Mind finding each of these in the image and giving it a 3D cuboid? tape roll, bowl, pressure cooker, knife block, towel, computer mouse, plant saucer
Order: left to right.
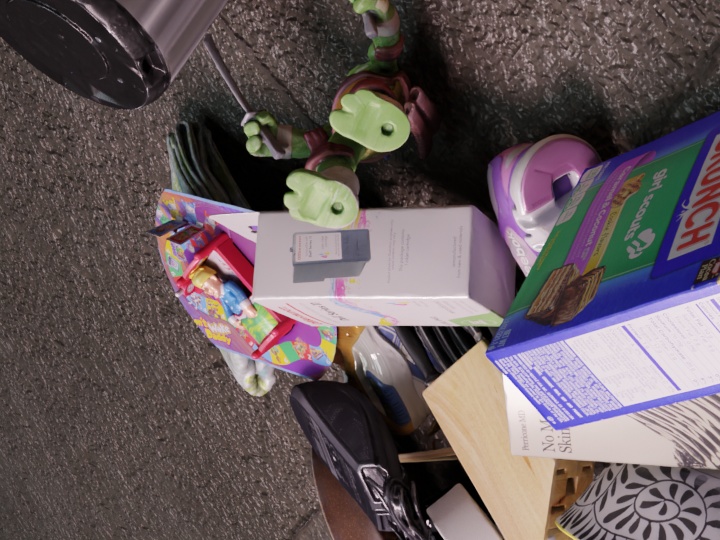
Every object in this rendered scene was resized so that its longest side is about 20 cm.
[{"bbox_3d":[-0.173,-0.243,1.151,0.175,0.200,0.179,20,158,31],"label":"pressure cooker"},{"bbox_3d":[-0.127,-0.012,1.376,0.171,0.048,0.201,-120,20,-46],"label":"towel"},{"bbox_3d":[0.012,0.153,1.222,0.200,0.053,0.139,48,162,42],"label":"computer mouse"},{"bbox_3d":[0.025,0.211,1.346,0.034,0.200,0.201,-26,99,18],"label":"plant saucer"},{"bbox_3d":[0.091,0.104,1.161,0.175,0.064,0.201,10,94,37],"label":"knife block"},{"bbox_3d":[0.125,0.253,1.196,0.203,0.037,0.203,53,178,2],"label":"tape roll"},{"bbox_3d":[0.241,0.164,1.038,0.200,0.200,0.095,22,91,41],"label":"bowl"}]

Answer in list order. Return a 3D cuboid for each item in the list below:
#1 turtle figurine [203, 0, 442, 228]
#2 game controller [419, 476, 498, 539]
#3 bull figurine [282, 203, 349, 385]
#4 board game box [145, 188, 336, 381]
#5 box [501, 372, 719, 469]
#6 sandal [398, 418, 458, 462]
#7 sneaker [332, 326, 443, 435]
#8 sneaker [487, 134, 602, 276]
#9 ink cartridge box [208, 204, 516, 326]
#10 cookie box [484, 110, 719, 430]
[{"bbox_3d":[-0.032,-0.127,1.067,0.200,0.143,0.194,61,-168,-25],"label":"turtle figurine"},{"bbox_3d":[0.119,0.266,1.318,0.042,0.104,0.201,-106,-9,-75],"label":"game controller"},{"bbox_3d":[-0.026,0.029,1.322,0.121,0.065,0.201,24,132,49],"label":"bull figurine"},{"bbox_3d":[-0.107,0.022,1.256,0.199,0.039,0.159,16,131,39],"label":"board game box"},{"bbox_3d":[0.195,0.076,0.993,0.199,0.068,0.082,0,124,18],"label":"box"},{"bbox_3d":[0.108,0.115,1.245,0.211,0.077,0.070,-12,79,49],"label":"sandal"},{"bbox_3d":[0.015,0.032,1.249,0.075,0.088,0.201,16,137,51],"label":"sneaker"},{"bbox_3d":[0.142,-0.009,1.066,0.088,0.080,0.201,26,145,60],"label":"sneaker"},{"bbox_3d":[0.000,0.000,1.102,0.199,0.117,0.068,-1,78,21],"label":"ink cartridge box"},{"bbox_3d":[0.188,-0.009,0.889,0.075,0.171,0.200,44,145,-18],"label":"cookie box"}]
